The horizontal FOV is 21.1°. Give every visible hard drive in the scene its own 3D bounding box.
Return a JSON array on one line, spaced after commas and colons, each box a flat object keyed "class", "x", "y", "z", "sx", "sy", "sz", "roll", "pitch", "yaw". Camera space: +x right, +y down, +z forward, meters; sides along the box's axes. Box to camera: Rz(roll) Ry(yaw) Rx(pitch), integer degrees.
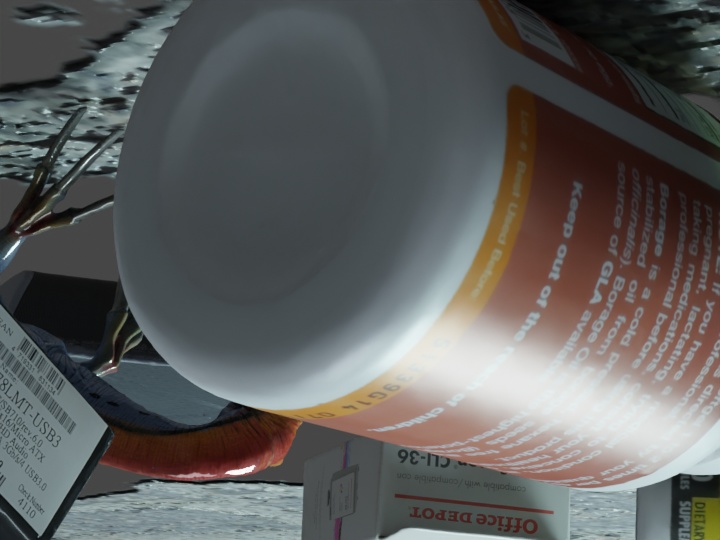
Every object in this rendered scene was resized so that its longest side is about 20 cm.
[{"class": "hard drive", "x": -0.109, "y": 0.043, "z": 0.847, "sx": 0.134, "sy": 0.042, "sz": 0.200, "roll": 7, "pitch": 165, "yaw": -14}]

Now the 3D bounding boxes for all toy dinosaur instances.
[{"class": "toy dinosaur", "x": -0.113, "y": 0.041, "z": 0.629, "sx": 0.181, "sy": 0.200, "sz": 0.105, "roll": 40, "pitch": -170, "yaw": 32}]

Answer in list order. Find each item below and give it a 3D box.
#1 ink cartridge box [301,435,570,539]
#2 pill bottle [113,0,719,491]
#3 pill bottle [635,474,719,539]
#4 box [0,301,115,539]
[{"class": "ink cartridge box", "x": 0.047, "y": 0.133, "z": 1.112, "sx": 0.116, "sy": 0.068, "sz": 0.200, "roll": 7, "pitch": 166, "yaw": -17}, {"class": "pill bottle", "x": 0.042, "y": -0.003, "z": 0.501, "sx": 0.112, "sy": 0.113, "sz": 0.200, "roll": -9, "pitch": 161, "yaw": 39}, {"class": "pill bottle", "x": 0.222, "y": 0.098, "z": 0.856, "sx": 0.199, "sy": 0.112, "sz": 0.111, "roll": 0, "pitch": 165, "yaw": 8}, {"class": "box", "x": -0.197, "y": 0.003, "z": 0.516, "sx": 0.200, "sy": 0.050, "sz": 0.199, "roll": -11, "pitch": 126, "yaw": 39}]
